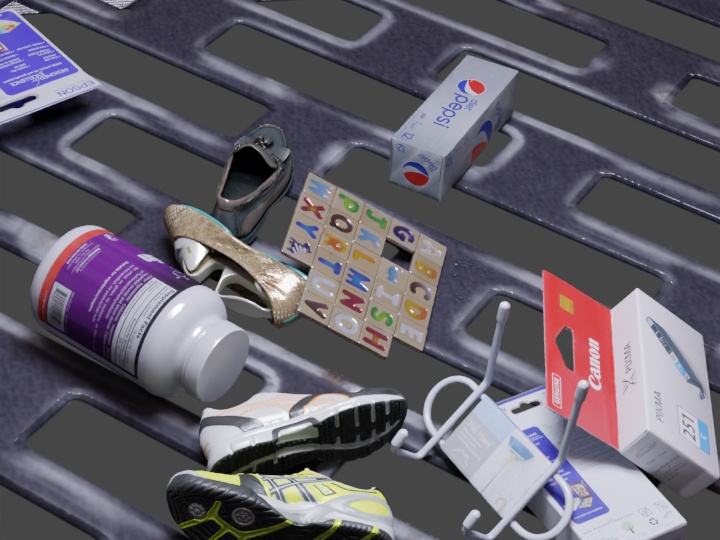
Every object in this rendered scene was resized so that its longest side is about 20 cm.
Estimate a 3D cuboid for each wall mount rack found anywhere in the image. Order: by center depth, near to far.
[{"bbox_3d":[0.123,0.137,1.577,0.075,0.174,0.200,29,14,-51],"label":"wall mount rack"}]

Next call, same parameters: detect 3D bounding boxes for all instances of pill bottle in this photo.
[{"bbox_3d":[-0.205,0.045,1.677,0.200,0.113,0.112,28,45,24],"label":"pill bottle"}]

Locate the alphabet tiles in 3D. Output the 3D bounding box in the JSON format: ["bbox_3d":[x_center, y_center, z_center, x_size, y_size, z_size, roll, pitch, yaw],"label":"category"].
[{"bbox_3d":[0.000,0.000,1.785,0.167,0.008,0.200,29,39,-10],"label":"alphabet tiles"}]

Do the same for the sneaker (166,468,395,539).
[{"bbox_3d":[-0.069,0.208,1.542,0.200,0.075,0.076,15,32,-5],"label":"sneaker"}]

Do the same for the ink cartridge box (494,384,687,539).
[{"bbox_3d":[0.194,0.188,1.615,0.099,0.039,0.200,-17,47,-25],"label":"ink cartridge box"}]

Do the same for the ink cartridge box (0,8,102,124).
[{"bbox_3d":[-0.423,-0.207,2.000,0.198,0.043,0.200,-25,47,-31],"label":"ink cartridge box"}]

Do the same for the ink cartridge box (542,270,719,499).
[{"bbox_3d":[0.250,0.093,1.662,0.176,0.045,0.200,33,34,-21],"label":"ink cartridge box"}]

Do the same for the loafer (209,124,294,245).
[{"bbox_3d":[-0.113,-0.102,1.898,0.072,0.063,0.200,12,41,7],"label":"loafer"}]

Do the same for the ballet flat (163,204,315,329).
[{"bbox_3d":[-0.135,-0.003,1.779,0.200,0.071,0.065,27,56,27],"label":"ballet flat"}]

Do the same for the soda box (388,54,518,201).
[{"bbox_3d":[0.105,-0.161,1.995,0.068,0.063,0.200,20,42,18],"label":"soda box"}]

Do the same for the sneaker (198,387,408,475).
[{"bbox_3d":[-0.053,0.134,1.621,0.200,0.074,0.080,-12,41,-20],"label":"sneaker"}]
